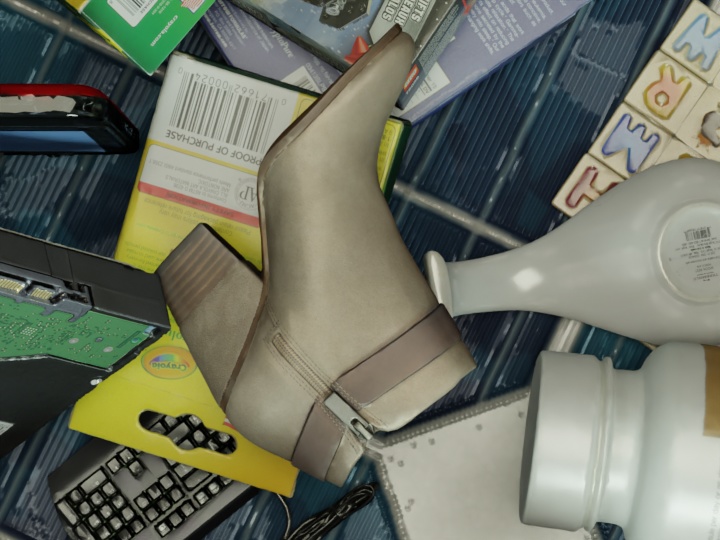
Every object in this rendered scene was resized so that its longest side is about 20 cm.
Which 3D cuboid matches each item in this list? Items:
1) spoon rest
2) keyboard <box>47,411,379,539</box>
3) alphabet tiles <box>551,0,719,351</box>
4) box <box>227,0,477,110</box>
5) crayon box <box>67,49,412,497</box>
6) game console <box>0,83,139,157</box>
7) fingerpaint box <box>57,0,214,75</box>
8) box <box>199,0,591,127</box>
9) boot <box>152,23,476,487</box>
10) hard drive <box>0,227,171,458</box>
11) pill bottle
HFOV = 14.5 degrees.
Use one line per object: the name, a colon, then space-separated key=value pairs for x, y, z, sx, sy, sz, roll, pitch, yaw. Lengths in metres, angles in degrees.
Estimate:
spoon rest: x=0.125 y=-0.003 z=1.465 sx=0.199 sy=0.061 sz=0.100 roll=-7 pitch=89 yaw=-13
keyboard: x=-0.056 y=0.101 z=1.479 sx=0.200 sy=0.021 sz=0.127 roll=-39 pitch=88 yaw=-1
alphabet tiles: x=0.206 y=-0.042 z=1.490 sx=0.166 sy=0.006 sz=0.200 roll=35 pitch=88 yaw=1
box: x=0.019 y=-0.201 z=1.446 sx=0.137 sy=0.040 sz=0.200 roll=33 pitch=84 yaw=14
crayon box: x=-0.063 y=0.001 z=1.446 sx=0.126 sy=0.051 sz=0.201 roll=18 pitch=94 yaw=5
game console: x=-0.201 y=-0.024 z=1.393 sx=0.171 sy=0.200 sz=0.119 roll=0 pitch=88 yaw=0
fingerpaint box: x=-0.104 y=-0.224 z=1.427 sx=0.200 sy=0.073 sz=0.167 roll=-50 pitch=52 yaw=-2
box: x=0.025 y=-0.145 z=1.481 sx=0.200 sy=0.032 sz=0.121 roll=-34 pitch=88 yaw=1
boot: x=0.000 y=0.000 z=1.380 sx=0.146 sy=0.070 sz=0.200 roll=44 pitch=105 yaw=3
hard drive: x=-0.208 y=0.049 z=1.383 sx=0.200 sy=0.139 sz=0.038 roll=-36 pitch=55 yaw=34
pill bottle: x=0.184 y=0.096 z=1.431 sx=0.199 sy=0.114 sz=0.115 roll=7 pitch=88 yaw=0
